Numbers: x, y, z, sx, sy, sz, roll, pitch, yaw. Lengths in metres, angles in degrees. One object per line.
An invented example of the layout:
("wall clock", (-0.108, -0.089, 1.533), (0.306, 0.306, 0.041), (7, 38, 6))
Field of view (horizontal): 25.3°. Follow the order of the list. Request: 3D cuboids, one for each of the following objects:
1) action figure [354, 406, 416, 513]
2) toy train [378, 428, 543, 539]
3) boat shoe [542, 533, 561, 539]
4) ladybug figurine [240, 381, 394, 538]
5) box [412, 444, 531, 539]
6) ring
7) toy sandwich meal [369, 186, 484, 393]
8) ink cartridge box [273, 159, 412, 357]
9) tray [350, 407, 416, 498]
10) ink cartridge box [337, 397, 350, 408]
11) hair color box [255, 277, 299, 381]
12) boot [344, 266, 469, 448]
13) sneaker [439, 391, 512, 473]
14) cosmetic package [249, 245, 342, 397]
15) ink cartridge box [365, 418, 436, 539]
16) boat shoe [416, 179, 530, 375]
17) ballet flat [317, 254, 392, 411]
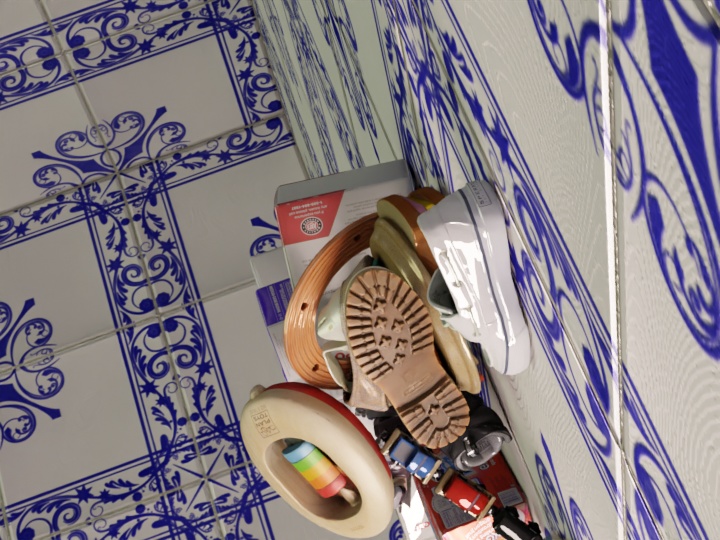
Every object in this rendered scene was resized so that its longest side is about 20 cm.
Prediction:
("action figure", (0.028, 0.184, 1.728), (0.201, 0.069, 0.131), (88, 167, -62))
("toy train", (0.101, 0.222, 1.602), (0.199, 0.034, 0.046), (35, -173, -6))
("boat shoe", (0.160, 0.283, 1.462), (0.200, 0.072, 0.073), (82, 168, -76))
("ladybug figurine", (-0.039, 0.183, 1.621), (0.200, 0.135, 0.072), (51, -139, -18))
("box", (0.123, 0.259, 1.760), (0.200, 0.099, 0.096), (-117, 8, -66))
("ring", (0.003, 0.028, 1.587), (0.019, 0.200, 0.201), (39, 156, 40))
("toy sandwich meal", (0.074, 0.017, 1.486), (0.206, 0.070, 0.205), (59, 173, 12))
("ink cartridge box", (0.000, 0.000, 1.702), (0.083, 0.145, 0.202), (-94, -8, -72))
("tray", (0.042, 0.168, 1.855), (0.022, 0.106, 0.202), (-67, -3, -67))
("ink cartridge box", (0.001, 0.158, 2.432), (0.145, 0.198, 0.085), (79, 173, -73))
("hair color box", (-0.009, 0.042, 1.818), (0.110, 0.198, 0.065), (73, 177, -50))
("boot", (0.026, 0.060, 1.437), (0.201, 0.075, 0.107), (64, 177, -37))
("sneaker", (0.101, 0.142, 1.633), (0.114, 0.075, 0.200), (54, -168, 5))
("cosmetic package", (-0.018, 0.051, 2.051), (0.168, 0.198, 0.168), (80, 170, -69))
("ink cartridge box", (0.085, 0.226, 1.967), (0.125, 0.127, 0.202), (-118, 10, -72))
("boat shoe", (0.082, 0.012, 1.225), (0.074, 0.066, 0.201), (-112, 4, -46))
("ballet flat", (-0.006, 0.066, 1.542), (0.068, 0.066, 0.201), (-80, -13, -46))
